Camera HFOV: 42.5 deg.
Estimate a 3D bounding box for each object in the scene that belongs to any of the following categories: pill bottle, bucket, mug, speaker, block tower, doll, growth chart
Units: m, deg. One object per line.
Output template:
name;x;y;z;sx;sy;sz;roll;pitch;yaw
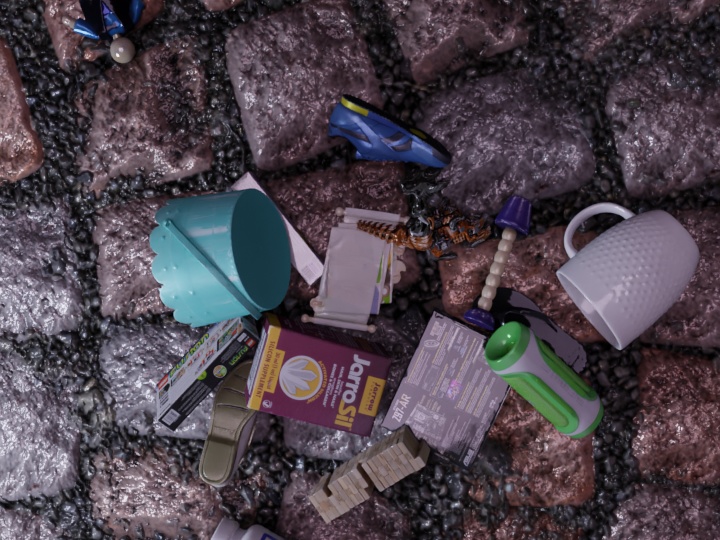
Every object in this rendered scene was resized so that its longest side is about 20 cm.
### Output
pill bottle;-0.149;0.475;1.463;0.197;0.112;0.114;27;97;4
bucket;-0.201;-0.020;1.371;0.132;0.206;0.212;-9;94;24
mug;0.386;-0.016;1.367;0.174;0.148;0.201;-39;59;2
speaker;0.275;0.165;1.380;0.199;0.089;0.089;41;97;-22
block tower;0.013;0.315;1.440;0.198;0.054;0.058;-34;99;21
doll;-0.409;-0.422;1.455;0.134;0.048;0.204;-24;98;-2
growth chart;0.000;0.000;1.440;0.142;0.018;0.204;15;96;-18

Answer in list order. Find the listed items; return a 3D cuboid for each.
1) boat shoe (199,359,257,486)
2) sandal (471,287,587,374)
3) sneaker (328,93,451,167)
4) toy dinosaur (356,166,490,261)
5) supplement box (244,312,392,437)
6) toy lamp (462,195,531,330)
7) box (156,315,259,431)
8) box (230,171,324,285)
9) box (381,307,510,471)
boat shoe;-0.202;0.241;1.474;0.073;0.069;0.204;19;76;9
sandal;0.265;0.091;1.426;0.198;0.043;0.077;31;97;3
sneaker;0.043;-0.195;1.422;0.197;0.066;0.080;26;108;4
toy dinosaur;0.100;-0.077;1.405;0.196;0.102;0.139;-12;113;-24
supplement box;-0.067;0.160;1.413;0.196;0.103;0.134;15;95;-12
toy lamp;0.211;-0.015;1.404;0.057;0.058;0.204;22;82;4
box;-0.242;0.145;1.448;0.035;0.110;0.200;40;99;-25
box;-0.125;-0.066;1.457;0.041;0.039;0.201;-40;90;6
box;0.143;0.185;1.446;0.158;0.044;0.204;25;96;4
